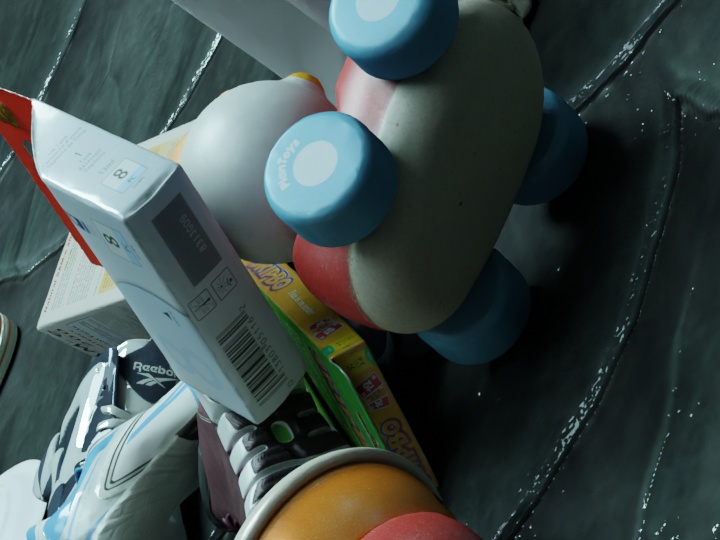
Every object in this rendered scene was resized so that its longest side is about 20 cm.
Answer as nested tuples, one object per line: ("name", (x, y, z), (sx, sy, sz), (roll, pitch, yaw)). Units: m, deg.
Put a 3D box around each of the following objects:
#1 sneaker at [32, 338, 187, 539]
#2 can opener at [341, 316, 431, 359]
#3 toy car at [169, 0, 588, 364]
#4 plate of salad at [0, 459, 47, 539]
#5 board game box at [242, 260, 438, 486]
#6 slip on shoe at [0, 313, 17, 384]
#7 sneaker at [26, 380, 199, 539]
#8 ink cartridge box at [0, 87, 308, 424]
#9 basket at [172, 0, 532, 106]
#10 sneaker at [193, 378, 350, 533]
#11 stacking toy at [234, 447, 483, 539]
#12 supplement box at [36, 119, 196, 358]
("sneaker", (-0.134, 0.101, 1.780), (0.199, 0.079, 0.130), (-146, 76, -75))
("can opener", (0.000, 0.000, 1.678), (0.200, 0.053, 0.067), (-116, 23, -62))
("toy car", (-0.020, -0.065, 1.523), (0.200, 0.184, 0.177), (11, 73, 34))
("plate of salad", (-0.258, 0.215, 1.945), (0.200, 0.048, 0.200), (-45, 21, 22))
("board game box", (-0.014, 0.055, 1.583), (0.030, 0.096, 0.200), (-30, 25, -5))
("slip on shoe", (-0.310, 0.116, 2.128), (0.074, 0.061, 0.200), (-7, 61, 59))
("sneaker", (-0.117, 0.102, 1.687), (0.072, 0.072, 0.200), (15, 45, 29))
("ink cartridge box", (-0.133, -0.014, 1.560), (0.200, 0.160, 0.047), (23, 64, 45))
("basket", (-0.009, -0.176, 1.689), (0.135, 0.200, 0.124), (1, 60, 62))
("sneaker", (-0.038, 0.135, 1.599), (0.116, 0.076, 0.200), (98, 155, -48))
("stacking toy", (0.041, 0.176, 1.361), (0.200, 0.146, 0.146), (21, 84, 46))
("supplement box", (-0.115, -0.018, 1.871), (0.200, 0.073, 0.126), (-16, 51, 57))
